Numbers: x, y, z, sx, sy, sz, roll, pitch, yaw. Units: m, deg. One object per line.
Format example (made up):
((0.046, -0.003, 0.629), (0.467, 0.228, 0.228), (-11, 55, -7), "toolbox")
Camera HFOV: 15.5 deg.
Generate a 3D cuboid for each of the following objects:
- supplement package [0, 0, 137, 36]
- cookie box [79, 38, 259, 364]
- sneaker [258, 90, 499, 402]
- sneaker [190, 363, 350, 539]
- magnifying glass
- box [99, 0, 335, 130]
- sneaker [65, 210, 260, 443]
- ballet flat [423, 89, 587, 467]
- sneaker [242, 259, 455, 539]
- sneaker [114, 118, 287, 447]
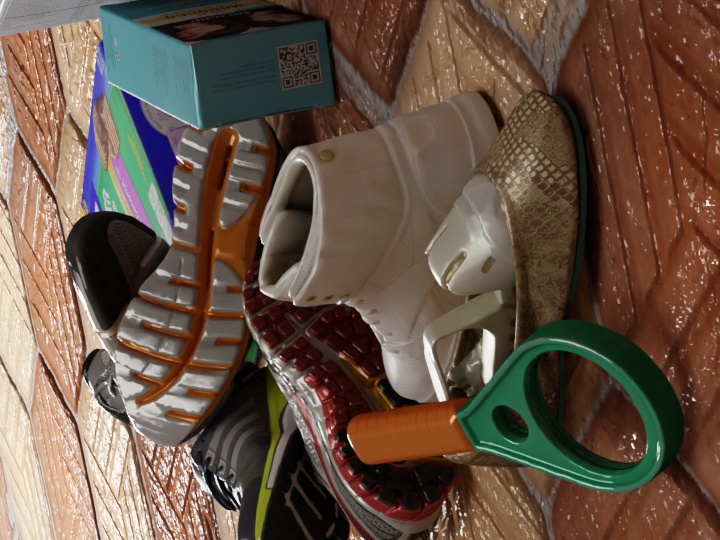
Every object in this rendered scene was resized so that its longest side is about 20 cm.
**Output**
((-0.163, -0.267, 1.562), (0.200, 0.146, 0.192), (142, 114, -70), "supplement package")
((-0.118, -0.032, 1.697), (0.200, 0.075, 0.172), (105, 146, -56), "cookie box")
((0.000, 0.000, 1.297), (0.201, 0.115, 0.074), (95, 153, -46), "sneaker")
((-0.055, 0.118, 1.499), (0.074, 0.081, 0.200), (58, -165, -21), "sneaker")
((0.064, 0.066, 1.170), (0.199, 0.022, 0.080), (-11, 113, 52), "magnifying glass")
((-0.087, -0.126, 1.530), (0.200, 0.082, 0.050), (-151, 52, -66), "box")
((-0.143, 0.045, 1.604), (0.115, 0.075, 0.200), (0, 136, 43), "sneaker")
((0.062, 0.013, 1.195), (0.071, 0.065, 0.201), (-126, 29, -51), "ballet flat")
((-0.014, 0.070, 1.446), (0.082, 0.077, 0.201), (98, 153, -51), "sneaker")
((-0.081, 0.007, 1.533), (0.077, 0.078, 0.201), (28, -101, -69), "sneaker")
